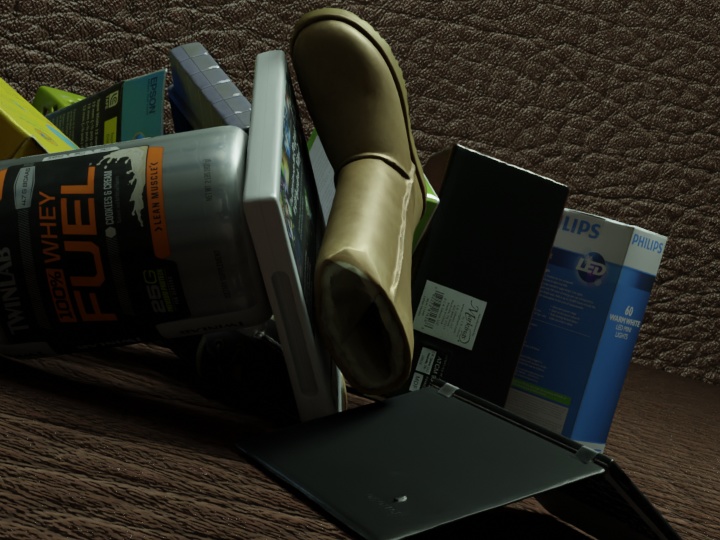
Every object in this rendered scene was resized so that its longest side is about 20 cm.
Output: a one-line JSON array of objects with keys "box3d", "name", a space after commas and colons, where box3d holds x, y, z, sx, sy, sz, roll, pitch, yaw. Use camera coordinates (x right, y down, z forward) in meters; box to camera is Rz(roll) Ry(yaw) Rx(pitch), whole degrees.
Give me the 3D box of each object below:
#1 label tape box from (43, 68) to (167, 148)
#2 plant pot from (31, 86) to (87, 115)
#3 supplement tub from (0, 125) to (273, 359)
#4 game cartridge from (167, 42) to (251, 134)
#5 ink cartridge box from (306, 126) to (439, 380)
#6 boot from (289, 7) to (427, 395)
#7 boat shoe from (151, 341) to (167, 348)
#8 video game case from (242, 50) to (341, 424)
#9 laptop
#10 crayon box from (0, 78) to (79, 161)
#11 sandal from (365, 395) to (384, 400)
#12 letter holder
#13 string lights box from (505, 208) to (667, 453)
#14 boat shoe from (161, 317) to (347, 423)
[{"box3d": [-0.191, -0.053, 1.173, 0.200, 0.143, 0.066, -14, -20, 41], "name": "label tape box"}, {"box3d": [-0.392, -0.141, 2.329, 0.199, 0.200, 0.181, 16, 8, -37], "name": "plant pot"}, {"box3d": [-0.156, -0.014, 0.939, 0.200, 0.123, 0.123, -9, 0, 4], "name": "supplement tub"}, {"box3d": [-0.096, -0.052, 1.141, 0.038, 0.200, 0.130, -23, 43, -21], "name": "game cartridge"}, {"box3d": [0.000, 0.000, 1.172, 0.076, 0.148, 0.200, 11, 31, -28], "name": "ink cartridge box"}, {"box3d": [-0.002, -0.050, 0.966, 0.066, 0.175, 0.200, -19, 28, 18], "name": "boot"}, {"box3d": [-0.097, 0.048, 1.242, 0.200, 0.065, 0.074, -2, 41, -42], "name": "boat shoe"}, {"box3d": [-0.040, -0.015, 0.971, 0.023, 0.182, 0.200, -10, 31, 5], "name": "video game case"}, {"box3d": [0.066, 0.138, 0.860, 0.200, 0.116, 0.187, 47, -12, -25], "name": "laptop"}, {"box3d": [-0.253, -0.098, 1.061, 0.200, 0.051, 0.127, 40, 3, 19], "name": "crayon box"}, {"box3d": [-0.037, 0.058, 1.362, 0.212, 0.070, 0.078, 16, 2, 1], "name": "sandal"}, {"box3d": [0.069, 0.017, 1.243, 0.101, 0.200, 0.142, 19, -7, -13], "name": "letter holder"}, {"box3d": [0.165, 0.053, 1.269, 0.103, 0.200, 0.059, 19, 3, 41], "name": "string lights box"}, {"box3d": [-0.086, 0.058, 1.087, 0.065, 0.072, 0.200, -15, 34, -35], "name": "boat shoe"}]
